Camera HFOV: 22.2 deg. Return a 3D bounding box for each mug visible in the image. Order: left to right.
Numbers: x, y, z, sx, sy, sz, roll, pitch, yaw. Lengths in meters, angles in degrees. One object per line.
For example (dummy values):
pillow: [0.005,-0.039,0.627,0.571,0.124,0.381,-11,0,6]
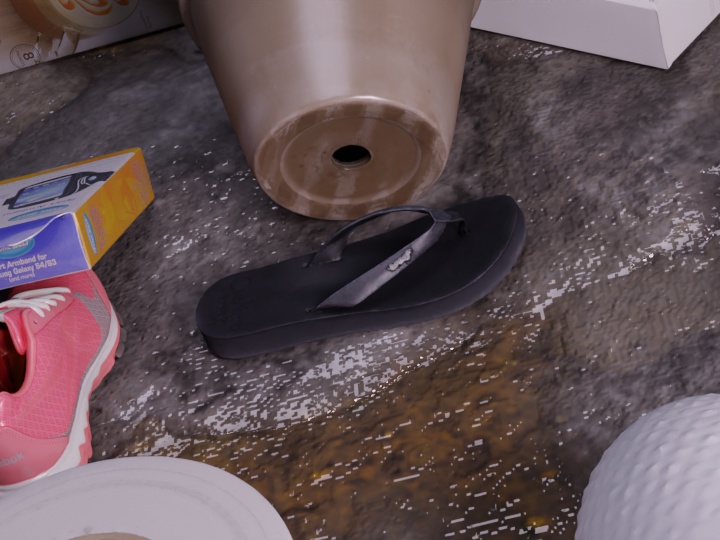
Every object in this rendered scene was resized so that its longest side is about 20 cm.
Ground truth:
mug: [0.184,0.133,0.746,0.199,0.148,0.175,10,19,-10]

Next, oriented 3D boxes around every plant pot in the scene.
plant pot: [-0.012,-0.134,1.118,0.199,0.200,0.174,-13,55,9]

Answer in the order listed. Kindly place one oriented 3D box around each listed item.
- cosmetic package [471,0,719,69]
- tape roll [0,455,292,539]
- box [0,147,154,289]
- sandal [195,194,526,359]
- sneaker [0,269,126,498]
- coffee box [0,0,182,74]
cosmetic package: [0.137,-0.192,1.209,0.199,0.051,0.083,18,53,38]
tape roll: [-0.101,0.199,0.784,0.202,0.140,0.203,-12,40,10]
box: [-0.204,-0.024,1.111,0.118,0.042,0.200,-13,16,10]
sandal: [0.000,0.001,1.049,0.199,0.043,0.076,-18,39,3]
sneaker: [-0.184,0.042,1.046,0.073,0.087,0.201,-13,39,8]
coffee box: [-0.198,-0.235,1.357,0.199,0.115,0.080,-15,38,8]
